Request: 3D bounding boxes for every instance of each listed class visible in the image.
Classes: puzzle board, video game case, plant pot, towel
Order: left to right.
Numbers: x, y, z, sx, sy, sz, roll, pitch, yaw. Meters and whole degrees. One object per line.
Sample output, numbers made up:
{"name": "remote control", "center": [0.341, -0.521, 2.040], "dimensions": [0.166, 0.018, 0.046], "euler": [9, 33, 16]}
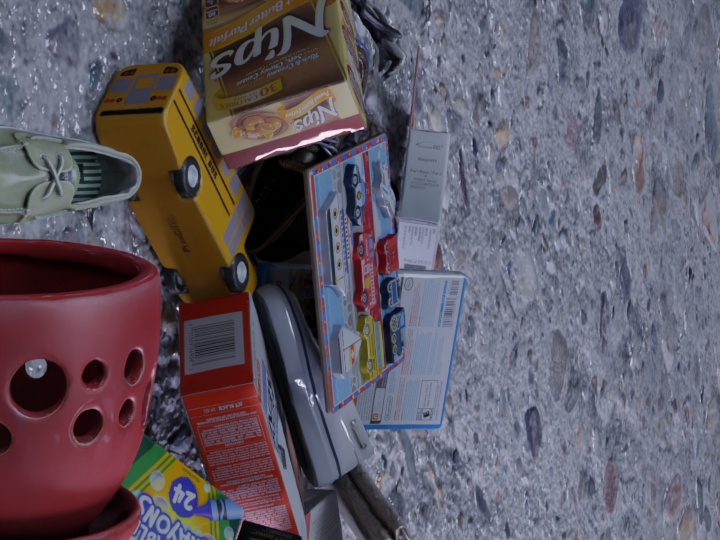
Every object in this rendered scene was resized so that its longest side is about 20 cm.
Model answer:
{"name": "plant pot", "center": [-0.225, 0.083, 1.228], "dimensions": [0.200, 0.200, 0.183], "euler": [-17, 114, -65]}
{"name": "video game case", "center": [-0.007, 0.067, 1.732], "dimensions": [0.199, 0.018, 0.144], "euler": [2, 104, -30]}
{"name": "puzzle board", "center": [0.000, 0.000, 1.645], "dimensions": [0.151, 0.017, 0.201], "euler": [-33, 121, -62]}
{"name": "towel", "center": [0.007, 0.214, 1.781], "dimensions": [0.200, 0.034, 0.133], "euler": [50, -13, 46]}

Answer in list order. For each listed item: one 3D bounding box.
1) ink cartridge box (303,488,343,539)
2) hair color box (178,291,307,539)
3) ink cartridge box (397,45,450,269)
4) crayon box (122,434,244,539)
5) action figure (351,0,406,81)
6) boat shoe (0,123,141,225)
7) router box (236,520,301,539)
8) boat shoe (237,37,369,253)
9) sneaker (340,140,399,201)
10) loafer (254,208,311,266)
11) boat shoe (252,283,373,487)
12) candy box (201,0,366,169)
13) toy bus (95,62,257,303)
{"name": "ink cartridge box", "center": [-0.059, 0.302, 1.740], "dimensions": [0.116, 0.067, 0.201], "euler": [-33, 118, -61]}
{"name": "hair color box", "center": [-0.093, 0.130, 1.607], "dimensions": [0.111, 0.064, 0.201], "euler": [-98, 176, -50]}
{"name": "ink cartridge box", "center": [0.063, -0.100, 1.953], "dimensions": [0.200, 0.043, 0.174], "euler": [92, 5, -74]}
{"name": "crayon box", "center": [-0.168, 0.234, 1.472], "dimensions": [0.126, 0.051, 0.201], "euler": [41, 51, -33]}
{"name": "action figure", "center": [-0.029, -0.197, 1.758], "dimensions": [0.102, 0.119, 0.200], "euler": [47, 55, -31]}
{"name": "boat shoe", "center": [-0.223, -0.069, 1.381], "dimensions": [0.200, 0.062, 0.072], "euler": [-17, 105, -64]}
{"name": "router box", "center": [-0.099, 0.314, 1.531], "dimensions": [0.157, 0.052, 0.201], "euler": [-79, -176, -74]}
{"name": "boat shoe", "center": [-0.046, -0.097, 1.644], "dimensions": [0.201, 0.072, 0.072], "euler": [-62, -158, 14]}
{"name": "sneaker", "center": [-0.016, -0.060, 1.847], "dimensions": [0.076, 0.077, 0.200], "euler": [46, 18, -6]}
{"name": "loafer", "center": [-0.058, -0.001, 1.739], "dimensions": [0.068, 0.075, 0.201], "euler": [-10, 102, -55]}
{"name": "boat shoe", "center": [-0.038, 0.086, 1.672], "dimensions": [0.067, 0.074, 0.201], "euler": [-25, 127, -16]}
{"name": "candy box", "center": [-0.064, -0.177, 1.595], "dimensions": [0.200, 0.115, 0.055], "euler": [-97, 166, -47]}
{"name": "toy bus", "center": [-0.138, -0.062, 1.570], "dimensions": [0.200, 0.065, 0.078], "euler": [65, 32, -42]}
